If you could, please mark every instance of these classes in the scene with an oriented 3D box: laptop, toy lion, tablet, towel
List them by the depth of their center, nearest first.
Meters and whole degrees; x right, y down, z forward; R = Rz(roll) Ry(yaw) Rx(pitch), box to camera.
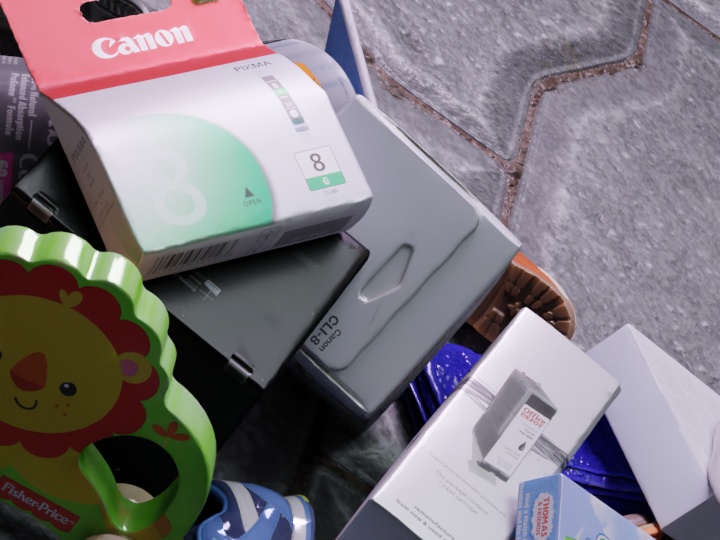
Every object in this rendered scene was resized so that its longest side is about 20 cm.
[{"bbox_3d":[-0.163,0.073,1.339,0.199,0.192,0.069,32,32,-14],"label":"toy lion"},{"bbox_3d":[-0.134,0.018,1.447,0.187,0.116,0.200,39,54,-2],"label":"laptop"},{"bbox_3d":[0.118,0.113,1.727,0.199,0.050,0.148,13,41,-37],"label":"towel"},{"bbox_3d":[-0.006,-0.095,1.785,0.014,0.131,0.201,0,44,-14],"label":"tablet"}]

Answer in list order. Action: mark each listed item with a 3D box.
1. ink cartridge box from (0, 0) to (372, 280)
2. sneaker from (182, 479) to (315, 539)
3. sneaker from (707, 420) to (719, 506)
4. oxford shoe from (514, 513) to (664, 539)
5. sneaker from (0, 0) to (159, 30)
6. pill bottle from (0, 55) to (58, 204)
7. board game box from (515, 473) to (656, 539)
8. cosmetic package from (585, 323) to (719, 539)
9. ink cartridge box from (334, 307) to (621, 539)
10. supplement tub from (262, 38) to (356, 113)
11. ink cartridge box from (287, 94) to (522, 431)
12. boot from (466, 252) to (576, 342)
[{"bbox_3d":[-0.102,-0.101,1.429,0.160,0.050,0.201,-15,72,-31],"label":"ink cartridge box"},{"bbox_3d":[-0.073,0.195,1.403,0.082,0.074,0.201,26,27,-19],"label":"sneaker"},{"bbox_3d":[0.296,0.130,1.665,0.071,0.099,0.200,54,18,-12],"label":"sneaker"},{"bbox_3d":[0.134,0.182,1.639,0.199,0.072,0.073,-5,48,-49],"label":"oxford shoe"},{"bbox_3d":[-0.208,-0.182,1.734,0.198,0.077,0.114,28,-6,23],"label":"sneaker"},{"bbox_3d":[-0.179,-0.072,1.514,0.198,0.117,0.117,4,39,-6],"label":"pill bottle"},{"bbox_3d":[0.156,0.228,1.426,0.200,0.036,0.152,35,50,-40],"label":"board game box"},{"bbox_3d":[0.246,0.141,1.762,0.200,0.052,0.151,35,24,-52],"label":"cosmetic package"},{"bbox_3d":[0.057,0.138,1.489,0.083,0.147,0.200,39,47,3],"label":"ink cartridge box"},{"bbox_3d":[-0.097,-0.089,1.680,0.123,0.123,0.200,48,33,14],"label":"supplement tub"},{"bbox_3d":[0.000,0.000,1.566,0.145,0.145,0.200,43,-7,3],"label":"ink cartridge box"},{"bbox_3d":[0.079,-0.004,1.828,0.200,0.075,0.107,40,11,11],"label":"boot"}]
